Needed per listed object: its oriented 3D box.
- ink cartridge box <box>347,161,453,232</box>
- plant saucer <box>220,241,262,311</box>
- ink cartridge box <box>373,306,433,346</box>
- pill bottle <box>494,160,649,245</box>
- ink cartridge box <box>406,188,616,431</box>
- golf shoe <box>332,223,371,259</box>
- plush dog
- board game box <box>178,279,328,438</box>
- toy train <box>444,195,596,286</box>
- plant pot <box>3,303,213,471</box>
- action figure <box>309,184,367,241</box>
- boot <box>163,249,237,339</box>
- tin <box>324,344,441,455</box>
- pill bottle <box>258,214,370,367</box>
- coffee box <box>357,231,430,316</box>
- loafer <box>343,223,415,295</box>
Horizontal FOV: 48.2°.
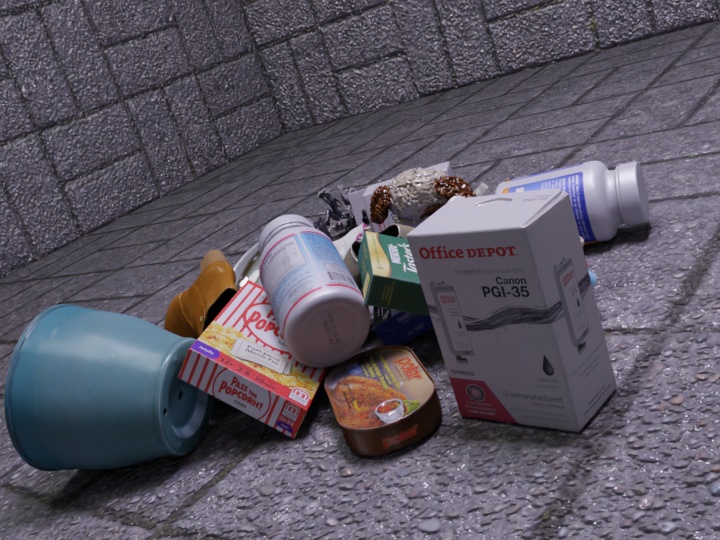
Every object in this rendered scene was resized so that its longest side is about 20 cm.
[{"bbox_3d":[0.078,-0.103,1.417,0.196,0.117,0.068,-16,16,16],"label":"ink cartridge box"},{"bbox_3d":[-0.128,0.020,1.259,0.197,0.050,0.203,-23,40,21],"label":"plant saucer"},{"bbox_3d":[0.066,0.026,1.103,0.093,0.045,0.201,-30,19,13],"label":"ink cartridge box"},{"bbox_3d":[0.297,-0.089,1.130,0.196,0.114,0.112,-10,19,29],"label":"pill bottle"},{"bbox_3d":[0.141,0.037,0.762,0.145,0.204,0.082,-1,24,47],"label":"ink cartridge box"},{"bbox_3d":[-0.023,-0.031,1.346,0.090,0.077,0.200,-13,4,11],"label":"golf shoe"},{"bbox_3d":[0.108,-0.101,1.210,0.196,0.164,0.171,-11,-18,23],"label":"plush dog"},{"bbox_3d":[-0.112,0.101,0.980,0.149,0.047,0.201,27,25,0],"label":"board game box"},{"bbox_3d":[0.158,0.007,0.900,0.153,0.197,0.056,-68,12,-9],"label":"toy train"},{"bbox_3d":[-0.285,0.146,0.970,0.184,0.205,0.200,1,23,17],"label":"plant pot"},{"bbox_3d":[-0.041,-0.127,1.660,0.199,0.104,0.118,-35,10,-35],"label":"action figure"},{"bbox_3d":[-0.244,0.078,1.215,0.070,0.204,0.145,19,21,-25],"label":"boot"},{"bbox_3d":[0.024,0.137,0.878,0.110,0.043,0.200,-25,16,-3],"label":"tin"},{"bbox_3d":[-0.066,0.017,0.999,0.107,0.110,0.201,-21,39,-7],"label":"pill bottle"},{"bbox_3d":[0.097,0.012,0.973,0.195,0.045,0.124,11,26,-9],"label":"coffee box"},{"bbox_3d":[0.000,0.000,1.069,0.199,0.068,0.076,-37,41,12],"label":"loafer"}]
